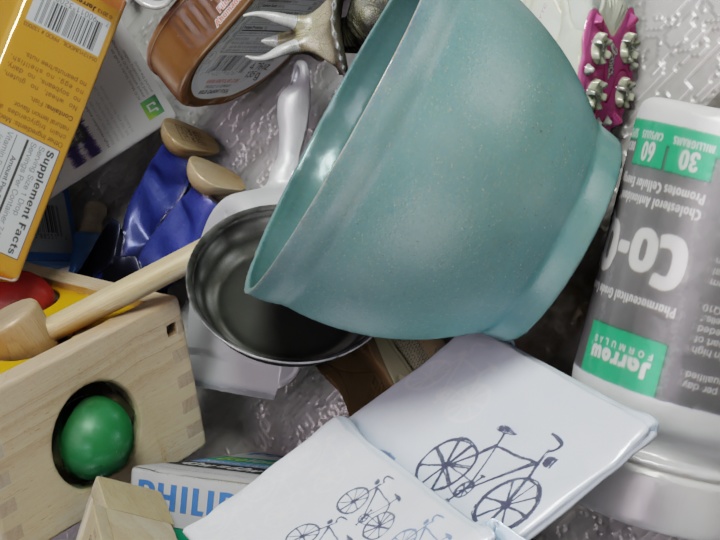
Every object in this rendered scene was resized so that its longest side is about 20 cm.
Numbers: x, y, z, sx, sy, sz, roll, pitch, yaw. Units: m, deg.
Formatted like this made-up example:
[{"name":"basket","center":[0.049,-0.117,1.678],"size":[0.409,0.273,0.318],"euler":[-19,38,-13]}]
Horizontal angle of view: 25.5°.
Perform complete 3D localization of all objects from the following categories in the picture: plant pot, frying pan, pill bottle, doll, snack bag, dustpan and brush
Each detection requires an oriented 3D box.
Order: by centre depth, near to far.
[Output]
[{"name":"snack bag","center":[0.024,0.100,0.755],"size":[0.199,0.021,0.188],"euler":[-35,23,-12]},{"name":"pill bottle","center":[0.169,0.024,0.786],"size":[0.113,0.113,0.201],"euler":[17,96,34]},{"name":"plant pot","center":[0.047,-0.046,0.801],"size":[0.134,0.200,0.201],"euler":[28,107,-8]},{"name":"frying pan","center":[-0.013,-0.009,0.890],"size":[0.115,0.190,0.031],"euler":[37,143,23]},{"name":"dustpan and brush","center":[-0.056,-0.028,0.964],"size":[0.139,0.057,0.202],"euler":[1,92,61]},{"name":"doll","center":[-0.155,-0.004,1.052],"size":[0.200,0.048,0.137],"euler":[-54,51,22]}]

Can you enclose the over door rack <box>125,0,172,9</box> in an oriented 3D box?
[{"name":"over door rack","center":[-0.170,-0.249,0.958],"size":[0.199,0.148,0.067],"euler":[35,114,-6]}]

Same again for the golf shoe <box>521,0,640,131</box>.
[{"name":"golf shoe","center":[0.108,-0.175,0.867],"size":[0.091,0.075,0.202],"euler":[9,91,38]}]

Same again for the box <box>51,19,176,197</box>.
[{"name":"box","center":[-0.232,-0.108,0.999],"size":[0.036,0.200,0.145],"euler":[-3,119,59]}]

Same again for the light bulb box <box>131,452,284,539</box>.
[{"name":"light bulb box","center":[-0.025,0.215,0.904],"size":[0.197,0.124,0.202],"euler":[2,89,35]}]

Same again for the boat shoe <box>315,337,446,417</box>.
[{"name":"boat shoe","center":[0.016,0.038,0.923],"size":[0.201,0.065,0.072],"euler":[62,145,41]}]

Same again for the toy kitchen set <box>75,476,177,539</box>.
[{"name":"toy kitchen set","center":[-0.073,0.231,0.818],"size":[0.200,0.179,0.164],"euler":[-143,71,-72]}]

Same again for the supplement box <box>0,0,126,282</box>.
[{"name":"supplement box","center":[-0.209,-0.095,0.954],"size":[0.066,0.069,0.201],"euler":[4,69,57]}]

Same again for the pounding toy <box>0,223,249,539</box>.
[{"name":"pounding toy","center":[-0.184,0.057,0.939],"size":[0.199,0.184,0.143],"euler":[10,118,41]}]

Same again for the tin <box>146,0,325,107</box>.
[{"name":"tin","center":[-0.046,-0.174,0.950],"size":[0.042,0.112,0.200],"euler":[49,115,10]}]

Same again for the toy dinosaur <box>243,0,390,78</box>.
[{"name":"toy dinosaur","center":[0.035,-0.170,0.897],"size":[0.200,0.102,0.077],"euler":[-46,64,25]}]

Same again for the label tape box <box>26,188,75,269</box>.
[{"name":"label tape box","center":[-0.319,-0.010,1.107],"size":[0.199,0.144,0.064],"euler":[-18,79,32]}]
